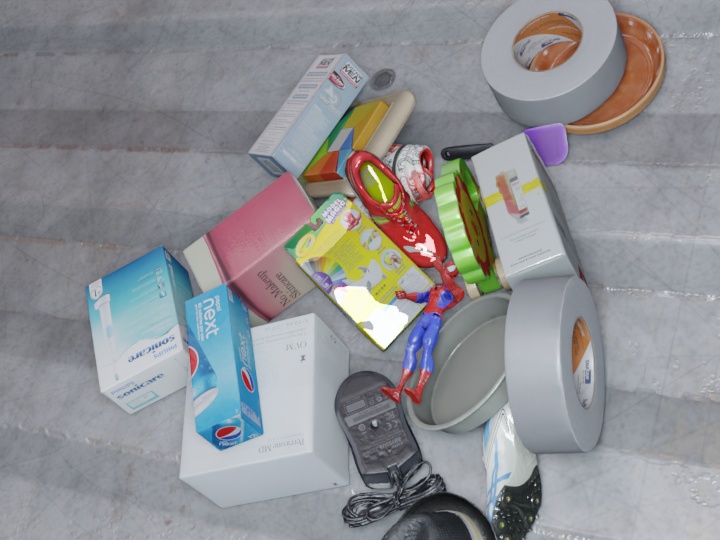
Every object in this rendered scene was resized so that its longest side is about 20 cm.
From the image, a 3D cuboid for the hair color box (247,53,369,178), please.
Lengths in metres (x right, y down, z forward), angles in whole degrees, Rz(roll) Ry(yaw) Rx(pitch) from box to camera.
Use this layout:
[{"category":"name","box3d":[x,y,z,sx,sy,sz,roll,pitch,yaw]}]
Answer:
[{"category":"hair color box","box3d":[-0.082,-0.242,1.809,0.201,0.060,0.099,-56,28,-11]}]

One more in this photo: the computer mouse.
[{"category":"computer mouse","box3d":[0.023,0.227,1.490,0.136,0.053,0.203,-18,60,1]}]

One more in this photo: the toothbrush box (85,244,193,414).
[{"category":"toothbrush box","box3d":[-0.321,0.088,1.739,0.145,0.085,0.202,-27,51,9]}]

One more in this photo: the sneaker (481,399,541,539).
[{"category":"sneaker","box3d":[0.177,0.238,1.401,0.072,0.071,0.204,-24,51,53]}]

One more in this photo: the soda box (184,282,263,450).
[{"category":"soda box","box3d":[-0.178,0.123,1.498,0.067,0.064,0.203,-22,52,14]}]

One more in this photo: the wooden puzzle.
[{"category":"wooden puzzle","box3d":[-0.019,-0.190,1.736,0.187,0.037,0.199,-58,27,-14]}]

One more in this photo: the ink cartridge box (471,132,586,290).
[{"category":"ink cartridge box","box3d":[0.222,-0.051,1.496,0.082,0.145,0.203,-22,53,16]}]

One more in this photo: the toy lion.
[{"category":"toy lion","box3d":[0.139,-0.065,1.518,0.068,0.192,0.203,-18,53,16]}]

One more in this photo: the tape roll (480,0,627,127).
[{"category":"tape roll","box3d":[0.272,-0.303,1.634,0.197,0.066,0.203,-13,55,20]}]

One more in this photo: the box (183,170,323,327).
[{"category":"box","box3d":[-0.134,-0.022,1.679,0.199,0.128,0.110,-37,52,4]}]

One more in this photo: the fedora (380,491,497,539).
[{"category":"fedora","box3d":[0.067,0.352,1.336,0.198,0.091,0.204,-19,60,36]}]

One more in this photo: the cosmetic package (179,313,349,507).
[{"category":"cosmetic package","box3d":[-0.125,0.189,1.549,0.196,0.123,0.203,-14,57,20]}]

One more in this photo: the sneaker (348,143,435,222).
[{"category":"sneaker","box3d":[0.044,-0.097,1.668,0.106,0.067,0.204,0,58,32]}]

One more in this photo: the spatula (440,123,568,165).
[{"category":"spatula","box3d":[0.201,-0.172,1.653,0.197,0.058,0.020,-1,19,35]}]

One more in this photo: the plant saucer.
[{"category":"plant saucer","box3d":[0.335,-0.277,1.647,0.197,0.032,0.203,-14,55,20]}]

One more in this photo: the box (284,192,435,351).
[{"category":"box","box3d":[0.000,0.000,1.585,0.117,0.048,0.200,-44,85,-5]}]

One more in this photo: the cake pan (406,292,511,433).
[{"category":"cake pan","box3d":[0.140,0.121,1.453,0.200,0.037,0.202,-41,26,24]}]

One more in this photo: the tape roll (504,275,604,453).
[{"category":"tape roll","box3d":[0.229,0.109,1.348,0.065,0.201,0.203,-5,59,25]}]

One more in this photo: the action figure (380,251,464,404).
[{"category":"action figure","box3d":[0.074,0.059,1.489,0.065,0.099,0.202,-2,51,43]}]

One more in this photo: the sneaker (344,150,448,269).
[{"category":"sneaker","box3d":[0.046,-0.081,1.597,0.077,0.085,0.200,-41,92,-3]}]
